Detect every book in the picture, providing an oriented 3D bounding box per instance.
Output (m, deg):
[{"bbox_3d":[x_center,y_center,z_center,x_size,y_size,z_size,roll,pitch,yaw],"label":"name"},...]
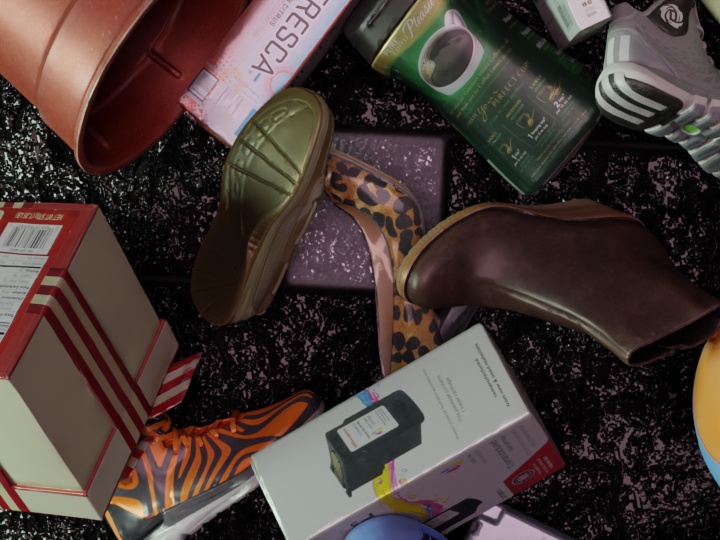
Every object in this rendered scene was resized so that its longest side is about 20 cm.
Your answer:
[{"bbox_3d":[0.125,-0.266,1.102,0.048,0.134,0.202,-24,92,3],"label":"book"}]

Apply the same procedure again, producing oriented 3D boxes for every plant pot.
[{"bbox_3d":[-0.215,-0.210,1.106,0.195,0.201,0.202,37,95,9],"label":"plant pot"}]

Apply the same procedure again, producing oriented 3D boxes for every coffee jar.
[{"bbox_3d":[0.088,-0.157,1.130,0.200,0.085,0.104,40,113,0],"label":"coffee jar"}]

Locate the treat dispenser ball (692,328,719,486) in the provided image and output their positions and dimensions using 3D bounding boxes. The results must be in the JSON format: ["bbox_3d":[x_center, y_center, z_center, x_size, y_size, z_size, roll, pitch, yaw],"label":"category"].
[{"bbox_3d":[0.340,0.097,1.074,0.198,0.201,0.203,0,93,3],"label":"treat dispenser ball"}]

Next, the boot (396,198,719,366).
[{"bbox_3d":[0.144,0.013,1.079,0.198,0.166,0.073,-17,129,-22],"label":"boot"}]

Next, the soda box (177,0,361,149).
[{"bbox_3d":[-0.054,-0.187,1.149,0.063,0.068,0.201,38,95,1],"label":"soda box"}]

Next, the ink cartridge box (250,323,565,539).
[{"bbox_3d":[0.038,0.144,1.116,0.199,0.146,0.083,-31,62,5],"label":"ink cartridge box"}]

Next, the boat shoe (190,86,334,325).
[{"bbox_3d":[-0.065,-0.048,1.132,0.073,0.063,0.202,37,117,31],"label":"boat shoe"}]

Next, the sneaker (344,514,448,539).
[{"bbox_3d":[0.062,0.255,1.082,0.070,0.078,0.200,-38,124,10],"label":"sneaker"}]

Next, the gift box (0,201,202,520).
[{"bbox_3d":[-0.239,0.061,1.092,0.183,0.188,0.201,6,49,25],"label":"gift box"}]

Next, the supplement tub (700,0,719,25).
[{"bbox_3d":[0.289,-0.265,1.086,0.145,0.145,0.201,-39,90,5],"label":"supplement tub"}]

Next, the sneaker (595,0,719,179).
[{"bbox_3d":[0.260,-0.147,1.116,0.199,0.075,0.117,22,61,-32],"label":"sneaker"}]

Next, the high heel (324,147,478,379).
[{"bbox_3d":[0.000,0.000,1.152,0.199,0.071,0.143,33,88,-8],"label":"high heel"}]

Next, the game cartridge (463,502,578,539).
[{"bbox_3d":[0.115,0.297,1.183,0.132,0.041,0.202,26,95,5],"label":"game cartridge"}]

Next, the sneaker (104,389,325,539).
[{"bbox_3d":[-0.129,0.133,1.167,0.199,0.078,0.112,-37,91,5],"label":"sneaker"}]
